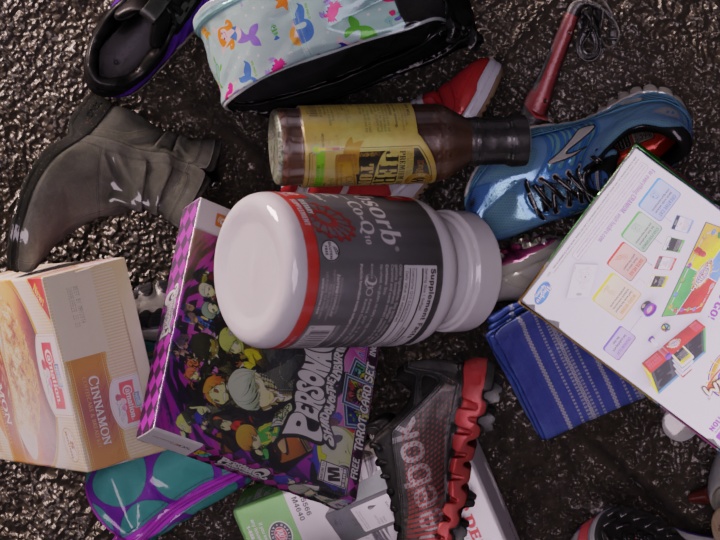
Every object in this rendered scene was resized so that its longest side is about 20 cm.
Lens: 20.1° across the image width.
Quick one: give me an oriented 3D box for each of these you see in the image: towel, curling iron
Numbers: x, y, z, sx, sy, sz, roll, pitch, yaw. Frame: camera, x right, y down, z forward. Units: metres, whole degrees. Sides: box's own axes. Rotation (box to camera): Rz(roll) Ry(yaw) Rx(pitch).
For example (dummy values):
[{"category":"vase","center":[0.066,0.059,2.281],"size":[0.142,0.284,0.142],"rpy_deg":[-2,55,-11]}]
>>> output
[{"category":"towel","center":[0.212,0.054,1.627],"size":[0.200,0.024,0.145],"rpy_deg":[-23,127,7]},{"category":"curling iron","center":[0.153,-0.130,1.645],"size":[0.050,0.026,0.200],"rpy_deg":[28,98,3]}]

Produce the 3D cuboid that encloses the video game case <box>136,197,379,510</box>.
[{"category":"video game case","center":[-0.071,0.065,1.577],"size":[0.181,0.036,0.200],"rpy_deg":[23,60,-24]}]

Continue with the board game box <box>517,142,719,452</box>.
[{"category":"board game box","center":[0.245,0.022,1.545],"size":[0.200,0.040,0.153],"rpy_deg":[37,101,4]}]

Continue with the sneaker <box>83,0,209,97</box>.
[{"category":"sneaker","center":[-0.153,-0.216,1.623],"size":[0.070,0.100,0.200],"rpy_deg":[37,98,-2]}]

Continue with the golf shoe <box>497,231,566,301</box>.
[{"category":"golf shoe","center":[0.168,0.006,1.637],"size":[0.200,0.075,0.092],"rpy_deg":[-20,98,8]}]

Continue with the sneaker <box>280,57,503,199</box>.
[{"category":"sneaker","center":[0.019,-0.113,1.636],"size":[0.112,0.071,0.200],"rpy_deg":[38,100,-3]}]

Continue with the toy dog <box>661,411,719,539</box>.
[{"category":"toy dog","center":[0.296,0.129,1.630],"size":[0.096,0.132,0.200],"rpy_deg":[3,92,42]}]

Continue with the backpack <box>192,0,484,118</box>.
[{"category":"backpack","center":[-0.029,-0.200,1.579],"size":[0.200,0.178,0.151],"rpy_deg":[-26,86,15]}]

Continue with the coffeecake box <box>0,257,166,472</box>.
[{"category":"coffeecake box","center":[-0.239,0.074,1.609],"size":[0.073,0.200,0.154],"rpy_deg":[-15,95,-29]}]

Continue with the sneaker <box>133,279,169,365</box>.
[{"category":"sneaker","center":[-0.106,0.046,1.671],"size":[0.200,0.078,0.080],"rpy_deg":[-3,132,-3]}]

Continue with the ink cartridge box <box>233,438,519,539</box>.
[{"category":"ink cartridge box","center":[0.017,0.216,1.663],"size":[0.200,0.084,0.146],"rpy_deg":[-23,94,6]}]

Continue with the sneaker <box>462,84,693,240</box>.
[{"category":"sneaker","center":[0.172,-0.081,1.605],"size":[0.200,0.090,0.078],"rpy_deg":[-28,112,5]}]

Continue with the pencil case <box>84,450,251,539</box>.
[{"category":"pencil case","center":[-0.124,0.153,1.659],"size":[0.200,0.092,0.085],"rpy_deg":[-31,135,13]}]

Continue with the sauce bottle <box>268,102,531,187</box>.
[{"category":"sauce bottle","center":[0.031,-0.098,1.561],"size":[0.200,0.065,0.065],"rpy_deg":[-3,96,-8]}]

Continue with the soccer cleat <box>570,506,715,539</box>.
[{"category":"soccer cleat","center":[0.266,0.248,1.664],"size":[0.200,0.073,0.068],"rpy_deg":[22,67,-14]}]

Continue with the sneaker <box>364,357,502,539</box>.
[{"category":"sneaker","center":[0.045,0.159,1.578],"size":[0.098,0.071,0.201],"rpy_deg":[12,93,3]}]

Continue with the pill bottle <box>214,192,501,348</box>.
[{"category":"pill bottle","center":[0.000,0.000,1.545],"size":[0.200,0.116,0.116],"rpy_deg":[0,98,-35]}]

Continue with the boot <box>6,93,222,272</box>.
[{"category":"boot","center":[-0.189,-0.059,1.608],"size":[0.131,0.200,0.068],"rpy_deg":[20,136,6]}]
